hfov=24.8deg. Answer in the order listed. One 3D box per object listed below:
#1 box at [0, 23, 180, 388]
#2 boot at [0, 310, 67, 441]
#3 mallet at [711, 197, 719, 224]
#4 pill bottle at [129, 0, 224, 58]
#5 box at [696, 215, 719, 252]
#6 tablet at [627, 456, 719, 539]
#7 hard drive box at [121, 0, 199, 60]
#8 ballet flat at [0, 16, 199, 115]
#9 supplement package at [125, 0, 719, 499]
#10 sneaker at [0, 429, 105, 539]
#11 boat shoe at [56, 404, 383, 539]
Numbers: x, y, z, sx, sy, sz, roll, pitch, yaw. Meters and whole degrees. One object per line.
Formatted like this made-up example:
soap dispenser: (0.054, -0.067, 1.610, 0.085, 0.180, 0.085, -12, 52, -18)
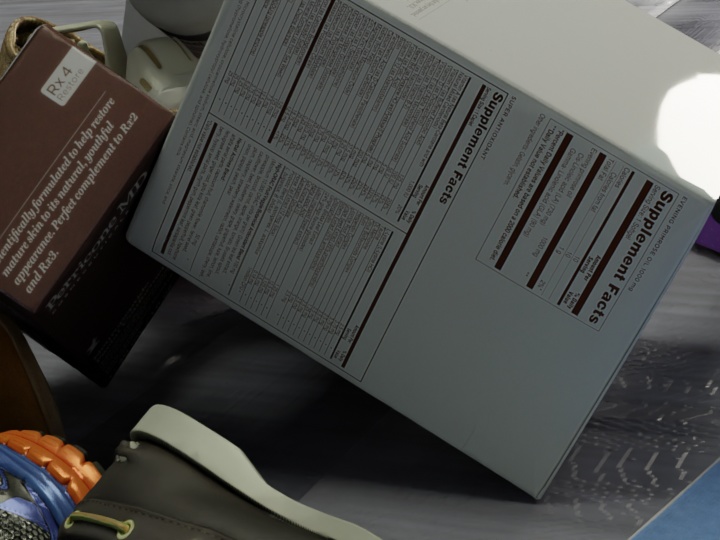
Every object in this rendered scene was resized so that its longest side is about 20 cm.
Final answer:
box: (-0.127, -0.020, 0.733, 0.075, 0.101, 0.200, 33, -10, 8)
boot: (-0.225, 0.069, 0.728, 0.143, 0.071, 0.201, -23, 18, -28)
mallet: (0.224, -0.065, 0.871, 0.065, 0.042, 0.199, 11, 28, 40)
pill bottle: (-0.060, -0.164, 0.882, 0.112, 0.114, 0.200, 3, -16, 30)
box: (0.243, -0.045, 0.923, 0.136, 0.039, 0.200, -12, 18, -19)
tablet: (0.184, 0.102, 0.534, 0.199, 0.014, 0.130, 6, 22, 39)
hard drive box: (-0.062, -0.126, 1.086, 0.199, 0.157, 0.077, -21, 49, -36)
ballet flat: (-0.123, -0.094, 0.857, 0.199, 0.066, 0.070, 17, 28, 33)
supplement package: (0.046, -0.047, 0.701, 0.199, 0.148, 0.191, 31, 27, 9)
sneaker: (-0.180, 0.091, 0.620, 0.199, 0.076, 0.078, 4, 24, 36)
boat shoe: (-0.020, 0.109, 0.511, 0.200, 0.072, 0.061, 24, 62, 43)
